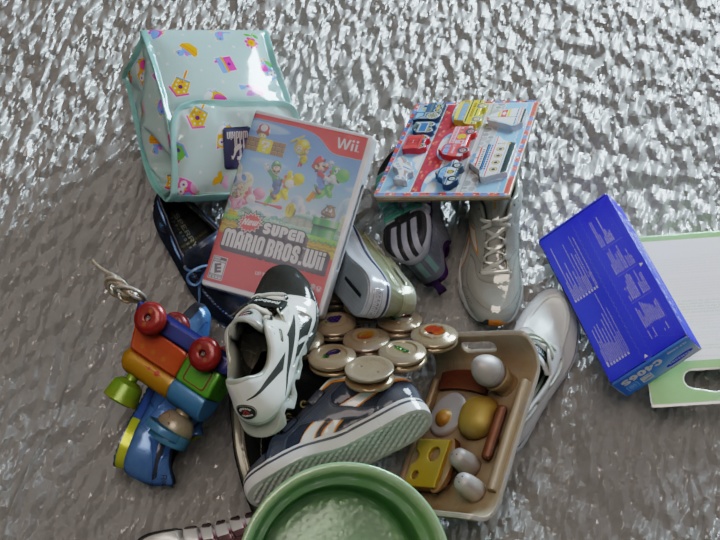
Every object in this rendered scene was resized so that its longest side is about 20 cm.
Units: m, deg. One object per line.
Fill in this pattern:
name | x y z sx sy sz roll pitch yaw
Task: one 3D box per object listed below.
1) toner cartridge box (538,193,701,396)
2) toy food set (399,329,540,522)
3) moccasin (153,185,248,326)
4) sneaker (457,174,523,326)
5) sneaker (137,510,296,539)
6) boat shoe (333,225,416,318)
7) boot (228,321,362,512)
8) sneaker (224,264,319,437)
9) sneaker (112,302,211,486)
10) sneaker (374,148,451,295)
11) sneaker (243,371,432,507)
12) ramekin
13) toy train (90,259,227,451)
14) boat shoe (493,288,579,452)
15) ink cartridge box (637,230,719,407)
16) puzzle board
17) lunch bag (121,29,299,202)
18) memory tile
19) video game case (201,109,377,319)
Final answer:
toner cartridge box | 0.272 0.023 1.378 0.095 0.043 0.201 -36 52 19
toy food set | 0.090 0.155 1.310 0.143 0.060 0.201 -6 54 46
moccasin | -0.176 -0.013 1.445 0.080 0.068 0.200 -39 68 -15
sneaker | 0.144 -0.040 1.429 0.075 0.092 0.202 0 64 4
sneaker | -0.124 0.308 1.291 0.198 0.076 0.117 -13 69 7
boat shoe | 0.000 0.000 1.407 0.061 0.073 0.200 12 23 -25
boot | -0.059 0.148 1.358 0.152 0.074 0.205 -7 63 -2
sneaker | -0.092 0.057 1.282 0.073 0.089 0.201 -11 45 17
sneaker | -0.189 0.133 1.379 0.078 0.066 0.202 19 68 6
sneaker | 0.065 -0.061 1.470 0.074 0.088 0.201 -21 39 23
sneaker | -0.032 0.164 1.296 0.198 0.079 0.080 -24 51 -9
ramekin | -0.020 0.282 1.215 0.198 0.098 0.202 1 80 -7
toy train | -0.226 0.088 1.328 0.199 0.085 0.116 31 87 17
boat shoe | 0.185 0.100 1.371 0.073 0.067 0.201 17 66 11
ink cartridge box | 0.364 0.056 1.395 0.144 0.048 0.202 -4 65 2
puzzle board | 0.110 -0.139 1.448 0.149 0.018 0.201 0 37 19
lunch bag | -0.164 -0.168 1.472 0.169 0.122 0.202 -5 62 -30
memory tile | -0.011 0.064 1.353 0.199 0.017 0.153 22 35 40
video game case | -0.076 -0.062 1.391 0.142 0.017 0.202 14 81 17
